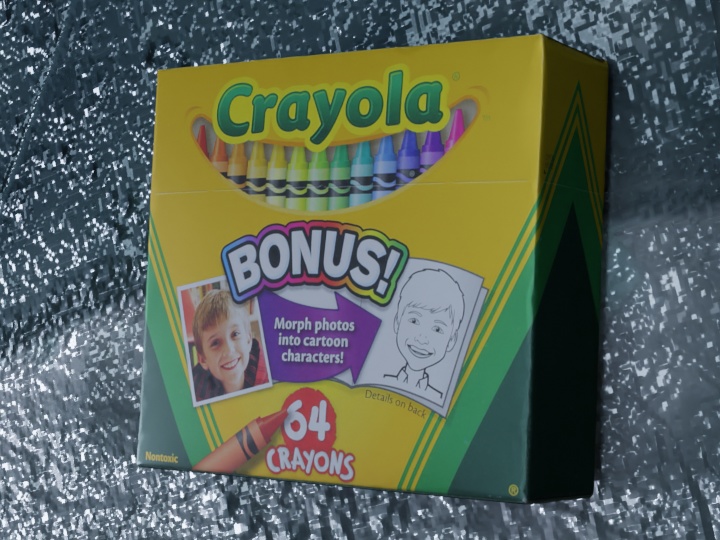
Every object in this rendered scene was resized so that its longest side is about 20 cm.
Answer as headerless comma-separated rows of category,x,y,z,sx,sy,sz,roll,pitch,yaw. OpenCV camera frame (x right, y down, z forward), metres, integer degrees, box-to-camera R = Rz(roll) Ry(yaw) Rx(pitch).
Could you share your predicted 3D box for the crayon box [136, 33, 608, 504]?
crayon box,0.000,0.000,0.710,0.199,0.058,0.174,0,87,37
